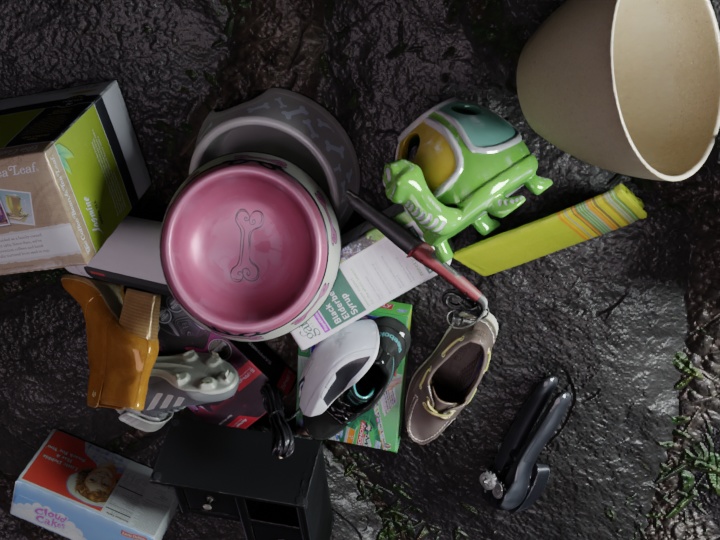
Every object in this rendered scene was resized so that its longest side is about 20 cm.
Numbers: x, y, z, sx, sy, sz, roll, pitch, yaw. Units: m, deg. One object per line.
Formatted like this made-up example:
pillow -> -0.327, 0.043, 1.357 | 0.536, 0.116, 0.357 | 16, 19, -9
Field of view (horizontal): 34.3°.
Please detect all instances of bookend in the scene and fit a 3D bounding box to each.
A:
bookend -> -0.144, 0.293, 1.476 | 0.196, 0.093, 0.201 | 8, 140, 10

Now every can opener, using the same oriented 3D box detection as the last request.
can opener -> 0.197, 0.209, 1.400 | 0.063, 0.078, 0.203 | 40, 127, 37

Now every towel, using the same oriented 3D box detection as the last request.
towel -> 0.201, -0.042, 1.242 | 0.197, 0.018, 0.086 | -22, 154, 25

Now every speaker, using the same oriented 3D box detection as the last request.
speaker -> -0.250, -0.020, 1.335 | 0.197, 0.081, 0.083 | 11, 124, 29

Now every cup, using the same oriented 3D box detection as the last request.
cup -> 0.231, -0.182, 1.097 | 0.142, 0.200, 0.203 | 0, 123, 45

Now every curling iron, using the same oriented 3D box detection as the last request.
curling iron -> 0.056, -0.012, 1.219 | 0.200, 0.026, 0.050 | 43, 108, -6

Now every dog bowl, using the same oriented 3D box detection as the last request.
dog bowl -> -0.101, -0.098, 1.295 | 0.196, 0.059, 0.203 | 7, 120, 12
dog bowl -> -0.118, -0.024, 1.212 | 0.196, 0.074, 0.204 | 0, 92, 1

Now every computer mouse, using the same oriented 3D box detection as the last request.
computer mouse -> -0.052, 0.122, 1.327 | 0.043, 0.111, 0.200 | 27, 121, -27

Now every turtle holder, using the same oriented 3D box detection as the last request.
turtle holder -> 0.089, -0.092, 1.181 | 0.133, 0.184, 0.141 | 55, 156, 4

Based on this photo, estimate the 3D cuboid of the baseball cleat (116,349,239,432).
baseball cleat -> -0.226, 0.147, 1.413 | 0.197, 0.070, 0.108 | 6, 128, 25

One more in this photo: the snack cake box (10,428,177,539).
snack cake box -> -0.350, 0.304, 1.557 | 0.197, 0.115, 0.068 | 22, 123, 2

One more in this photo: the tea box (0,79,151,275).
tea box -> -0.367, -0.100, 1.282 | 0.196, 0.198, 0.136 | -6, 118, 18

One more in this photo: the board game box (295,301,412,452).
board game box -> -0.011, 0.123, 1.414 | 0.132, 0.029, 0.203 | 9, 121, 8

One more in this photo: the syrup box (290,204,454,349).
syrup box -> 0.000, 0.000, 1.292 | 0.198, 0.082, 0.079 | -30, 101, 18

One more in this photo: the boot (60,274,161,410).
boot -> -0.308, 0.086, 1.376 | 0.199, 0.070, 0.147 | 11, 88, 46

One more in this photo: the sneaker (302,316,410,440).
sneaker -> -0.016, 0.137, 1.361 | 0.075, 0.080, 0.201 | 31, 124, -6

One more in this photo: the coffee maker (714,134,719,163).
coffee maker -> 0.426, -0.039, 1.148 | 0.189, 0.135, 0.203 | 11, 123, 11

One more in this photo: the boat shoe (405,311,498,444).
boat shoe -> 0.101, 0.136, 1.373 | 0.071, 0.060, 0.202 | 27, 122, -2

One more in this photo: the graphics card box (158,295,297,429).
graphics card box -> -0.190, 0.108, 1.441 | 0.125, 0.051, 0.200 | -37, 104, 30
